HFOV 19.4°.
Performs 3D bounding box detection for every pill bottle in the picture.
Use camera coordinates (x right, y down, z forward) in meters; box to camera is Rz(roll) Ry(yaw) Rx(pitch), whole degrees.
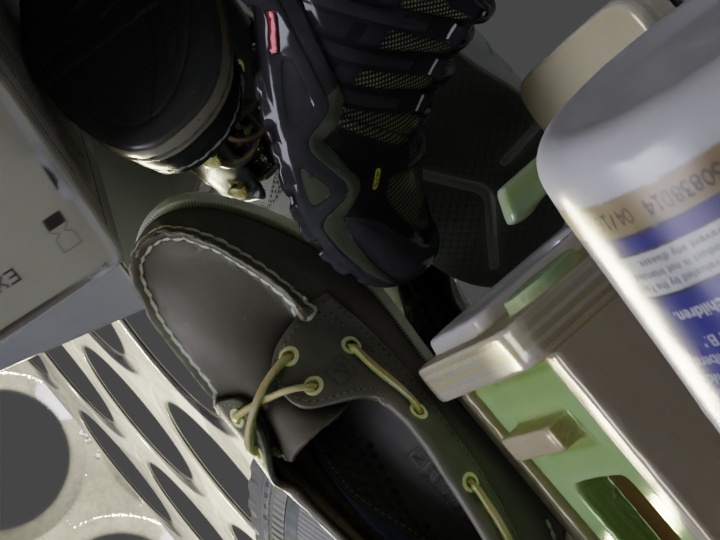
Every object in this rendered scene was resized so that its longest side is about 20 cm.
[{"bbox_3d":[0.144,0.018,0.526,0.200,0.116,0.116,53,165,-9],"label":"pill bottle"}]

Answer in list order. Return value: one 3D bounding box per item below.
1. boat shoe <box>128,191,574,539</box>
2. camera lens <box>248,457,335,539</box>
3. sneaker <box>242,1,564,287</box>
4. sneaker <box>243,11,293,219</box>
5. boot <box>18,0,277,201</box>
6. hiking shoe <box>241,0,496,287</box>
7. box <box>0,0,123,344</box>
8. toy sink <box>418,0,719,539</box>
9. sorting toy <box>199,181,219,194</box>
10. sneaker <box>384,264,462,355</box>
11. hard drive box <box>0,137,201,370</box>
[{"bbox_3d":[-0.008,0.051,0.755,0.202,0.072,0.060,42,-153,1],"label":"boat shoe"},{"bbox_3d":[0.052,0.122,0.973,0.160,0.160,0.200,57,164,-25],"label":"camera lens"},{"bbox_3d":[0.017,-0.080,0.797,0.200,0.070,0.080,54,-172,-28],"label":"sneaker"},{"bbox_3d":[-0.043,-0.066,0.963,0.200,0.075,0.082,40,164,39],"label":"sneaker"},{"bbox_3d":[-0.062,-0.074,0.784,0.154,0.073,0.204,46,-174,-43],"label":"boot"},{"bbox_3d":[0.012,-0.079,0.696,0.076,0.100,0.200,-99,-8,-52],"label":"hiking shoe"},{"bbox_3d":[-0.170,-0.060,0.739,0.128,0.109,0.200,56,-178,-27],"label":"box"},{"bbox_3d":[0.098,0.027,0.694,0.200,0.112,0.130,51,165,-1],"label":"toy sink"},{"bbox_3d":[-0.143,-0.098,1.062,0.107,0.200,0.180,-13,118,24],"label":"sorting toy"},{"bbox_3d":[0.000,0.000,0.851,0.074,0.079,0.201,22,-128,-47],"label":"sneaker"},{"bbox_3d":[-0.169,-0.023,0.908,0.077,0.199,0.156,55,-153,-26],"label":"hard drive box"}]
